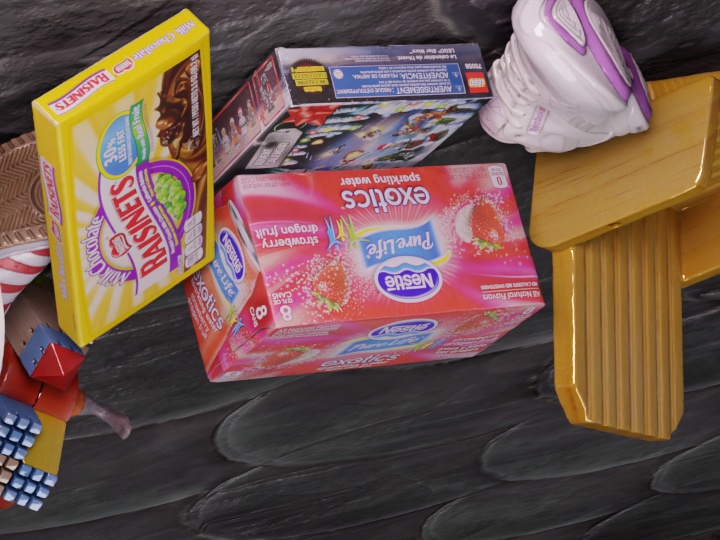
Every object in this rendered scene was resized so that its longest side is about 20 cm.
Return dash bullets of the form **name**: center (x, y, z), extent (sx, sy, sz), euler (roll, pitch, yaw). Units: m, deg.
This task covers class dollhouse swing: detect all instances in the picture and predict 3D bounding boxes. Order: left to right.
- **dollhouse swing**: center (0.223, -0.001, 1.511), extent (0.182, 0.176, 0.200), euler (-22, 159, 27)

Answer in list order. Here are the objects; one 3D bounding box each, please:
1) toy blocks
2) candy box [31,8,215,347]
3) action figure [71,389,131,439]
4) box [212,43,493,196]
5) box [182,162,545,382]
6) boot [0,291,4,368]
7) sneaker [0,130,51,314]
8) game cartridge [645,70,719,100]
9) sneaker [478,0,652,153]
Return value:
- **toy blocks**: center (-0.221, 0.089, 1.395), extent (0.100, 0.137, 0.200), euler (26, 102, -32)
- **candy box**: center (-0.125, -0.046, 1.248), extent (0.102, 0.026, 0.200), euler (-33, 151, -23)
- **action figure**: center (-0.249, 0.076, 1.521), extent (0.193, 0.105, 0.200), euler (1, 114, -25)
- **box**: center (-0.029, -0.074, 1.377), extent (0.137, 0.040, 0.200), euler (-4, 160, -30)
- **box**: center (0.000, 0.000, 1.398), extent (0.200, 0.100, 0.095), euler (-4, 160, -33)
- **boot**: center (-0.261, 0.002, 1.182), extent (0.144, 0.200, 0.072), euler (-11, -159, -28)
- **sneaker**: center (-0.205, -0.003, 1.318), extent (0.200, 0.071, 0.113), euler (-32, 154, -8)
- **game cartridge**: center (0.246, -0.092, 1.579), extent (0.200, 0.032, 0.176), euler (-10, 162, -19)
- **sneaker**: center (0.110, -0.105, 1.338), extent (0.100, 0.075, 0.200), euler (-21, 162, 12)
